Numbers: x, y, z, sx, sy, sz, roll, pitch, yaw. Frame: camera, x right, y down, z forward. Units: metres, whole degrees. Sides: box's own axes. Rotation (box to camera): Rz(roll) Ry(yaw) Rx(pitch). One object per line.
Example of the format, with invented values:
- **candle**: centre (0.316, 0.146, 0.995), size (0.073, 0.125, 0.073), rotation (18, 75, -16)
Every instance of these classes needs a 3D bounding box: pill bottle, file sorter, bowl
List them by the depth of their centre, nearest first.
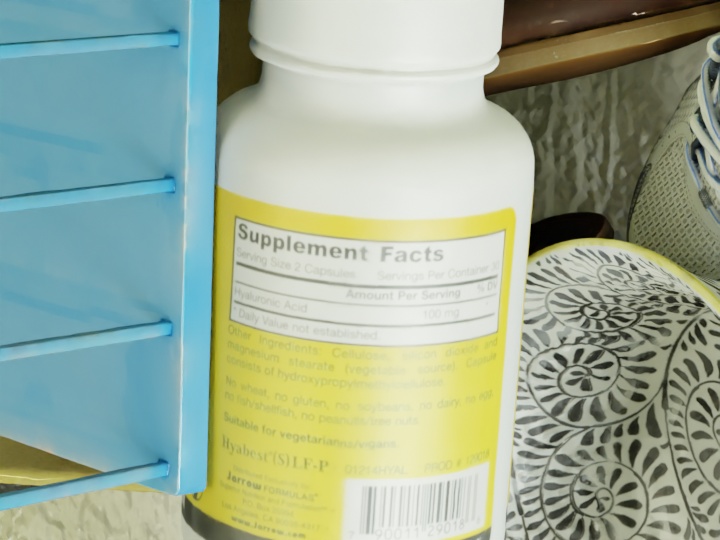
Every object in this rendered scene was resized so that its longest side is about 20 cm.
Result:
- **file sorter**: centre (-0.135, -0.033, 0.935), size (0.138, 0.122, 0.201), rotation (14, 106, 44)
- **pill bottle**: centre (0.000, 0.000, 0.965), size (0.111, 0.111, 0.201), rotation (18, 110, 41)
- **bowl**: centre (0.119, 0.084, 0.986), size (0.200, 0.094, 0.202), rotation (16, 110, 53)

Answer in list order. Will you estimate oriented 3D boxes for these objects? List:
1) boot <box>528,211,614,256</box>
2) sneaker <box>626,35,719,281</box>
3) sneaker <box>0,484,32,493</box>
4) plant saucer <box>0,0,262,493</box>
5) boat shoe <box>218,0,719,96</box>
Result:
- **boot**: centre (0.045, 0.055, 1.102), size (0.097, 0.075, 0.200), rotation (50, 132, -7)
- **sneaker**: centre (0.135, -0.055, 0.943), size (0.077, 0.085, 0.200), rotation (57, 136, 16)
- **sneaker**: centre (-0.173, 0.003, 1.306), size (0.088, 0.077, 0.201), rotation (-19, 83, 60)
- **plant saucer**: centre (-0.126, -0.027, 1.052), size (0.199, 0.048, 0.201), rotation (3, 101, 9)
- **boat shoe**: centre (0.033, -0.092, 1.026), size (0.199, 0.070, 0.071), rotation (-11, 88, 26)
